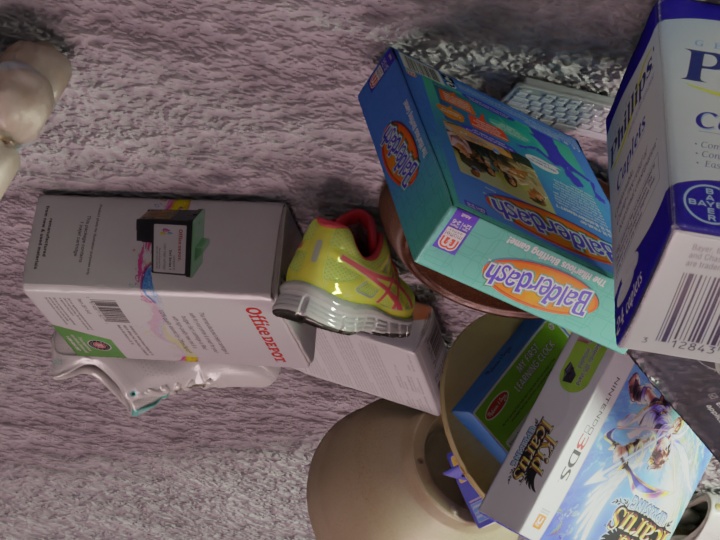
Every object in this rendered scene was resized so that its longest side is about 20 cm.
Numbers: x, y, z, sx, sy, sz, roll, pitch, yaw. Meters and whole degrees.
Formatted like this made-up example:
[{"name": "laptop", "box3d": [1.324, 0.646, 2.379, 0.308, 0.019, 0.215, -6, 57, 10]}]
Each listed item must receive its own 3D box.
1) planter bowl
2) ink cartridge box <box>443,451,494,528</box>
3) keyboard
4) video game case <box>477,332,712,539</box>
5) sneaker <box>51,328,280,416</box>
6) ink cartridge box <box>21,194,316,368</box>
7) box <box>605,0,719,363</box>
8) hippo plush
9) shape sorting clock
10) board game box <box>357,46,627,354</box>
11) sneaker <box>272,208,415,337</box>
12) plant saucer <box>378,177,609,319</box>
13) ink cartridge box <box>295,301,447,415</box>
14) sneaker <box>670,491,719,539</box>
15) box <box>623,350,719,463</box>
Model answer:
[{"name": "planter bowl", "box3d": [0.068, 0.190, 1.813, 0.200, 0.201, 0.135, 16, 149, -20]}, {"name": "ink cartridge box", "box3d": [0.168, 0.151, 1.714, 0.200, 0.076, 0.136, -21, 172, -31]}, {"name": "keyboard", "box3d": [0.188, -0.091, 1.334, 0.200, 0.011, 0.056, 13, 157, -12]}, {"name": "video game case", "box3d": [0.193, 0.133, 1.512, 0.045, 0.182, 0.200, 27, 177, 40]}, {"name": "sneaker", "box3d": [-0.171, 0.086, 1.753, 0.200, 0.089, 0.075, 14, 161, -11]}, {"name": "ink cartridge box", "box3d": [-0.141, 0.009, 1.574, 0.199, 0.084, 0.145, 2, 157, 12]}, {"name": "box", "box3d": [0.244, -0.045, 1.160, 0.183, 0.200, 0.105, 9, 135, -5]}, {"name": "hippo plush", "box3d": [-0.292, -0.109, 1.321, 0.161, 0.159, 0.200, 30, -165, -10]}, {"name": "shape sorting clock", "box3d": [0.147, 0.122, 1.610, 0.200, 0.200, 0.039, 20, 147, -28]}, {"name": "board game box", "box3d": [0.086, -0.046, 1.234, 0.152, 0.200, 0.045, 24, 114, -23]}, {"name": "sneaker", "box3d": [0.000, 0.000, 1.528, 0.078, 0.091, 0.200, 13, -178, 15]}, {"name": "plant saucer", "box3d": [0.107, -0.018, 1.465, 0.200, 0.035, 0.200, 11, 151, 6]}, {"name": "ink cartridge box", "box3d": [-0.025, 0.051, 1.720, 0.200, 0.050, 0.162, 20, 162, 17]}, {"name": "sneaker", "box3d": [0.360, 0.281, 2.102, 0.115, 0.074, 0.200, 12, 147, -8]}, {"name": "box", "box3d": [0.308, 0.037, 1.380, 0.200, 0.118, 0.197, -18, 132, 32]}]
